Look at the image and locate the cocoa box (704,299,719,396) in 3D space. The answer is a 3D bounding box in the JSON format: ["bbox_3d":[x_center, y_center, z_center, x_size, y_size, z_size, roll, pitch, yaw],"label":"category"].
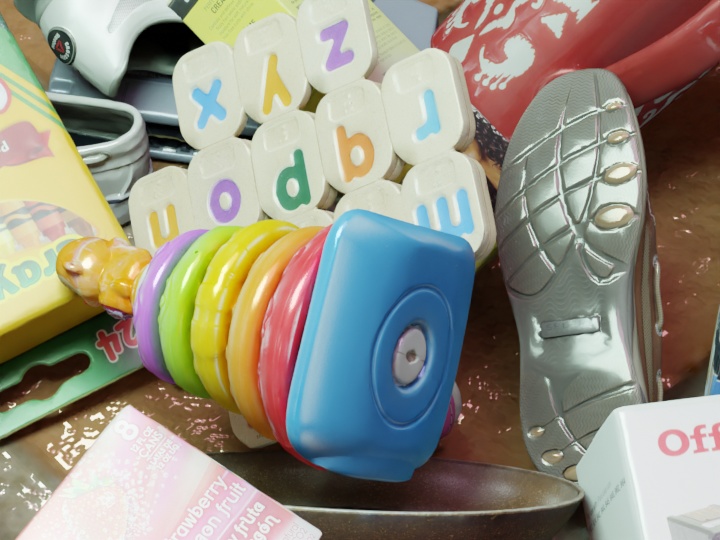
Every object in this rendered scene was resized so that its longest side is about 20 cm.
[{"bbox_3d":[0.243,-0.001,1.199,0.132,0.132,0.201,12,48,6],"label":"cocoa box"}]

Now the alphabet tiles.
[{"bbox_3d":[-0.026,-0.025,1.168,0.015,0.199,0.197,9,65,-53],"label":"alphabet tiles"}]

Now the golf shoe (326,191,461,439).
[{"bbox_3d":[0.000,0.000,1.221,0.091,0.076,0.200,-22,55,-28],"label":"golf shoe"}]

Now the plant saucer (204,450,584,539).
[{"bbox_3d":[-0.003,0.104,1.082,0.198,0.200,0.032,4,92,0],"label":"plant saucer"}]

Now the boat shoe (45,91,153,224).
[{"bbox_3d":[-0.204,-0.067,1.267,0.198,0.066,0.072,9,48,3],"label":"boat shoe"}]

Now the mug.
[{"bbox_3d":[0.134,-0.145,1.248,0.134,0.200,0.177,49,17,5],"label":"mug"}]

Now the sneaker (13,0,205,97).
[{"bbox_3d":[-0.077,-0.146,1.310,0.199,0.074,0.089,-30,74,-29],"label":"sneaker"}]

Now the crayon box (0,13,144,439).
[{"bbox_3d":[-0.190,-0.024,1.190,0.126,0.051,0.201,-28,75,-16],"label":"crayon box"}]

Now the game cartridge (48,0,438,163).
[{"bbox_3d":[-0.060,-0.111,1.341,0.198,0.041,0.134,8,51,2],"label":"game cartridge"}]

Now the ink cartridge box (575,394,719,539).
[{"bbox_3d":[0.183,0.153,1.048,0.144,0.084,0.201,-6,68,-9],"label":"ink cartridge box"}]

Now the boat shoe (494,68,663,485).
[{"bbox_3d":[0.107,0.007,1.178,0.075,0.072,0.202,-1,80,21],"label":"boat shoe"}]

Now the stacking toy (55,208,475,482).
[{"bbox_3d":[-0.058,0.018,1.098,0.199,0.116,0.111,13,90,33],"label":"stacking toy"}]

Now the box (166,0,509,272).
[{"bbox_3d":[0.001,-0.084,1.227,0.200,0.050,0.075,45,31,3],"label":"box"}]

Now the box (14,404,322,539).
[{"bbox_3d":[-0.109,0.165,0.927,0.094,0.103,0.200,32,61,10],"label":"box"}]
